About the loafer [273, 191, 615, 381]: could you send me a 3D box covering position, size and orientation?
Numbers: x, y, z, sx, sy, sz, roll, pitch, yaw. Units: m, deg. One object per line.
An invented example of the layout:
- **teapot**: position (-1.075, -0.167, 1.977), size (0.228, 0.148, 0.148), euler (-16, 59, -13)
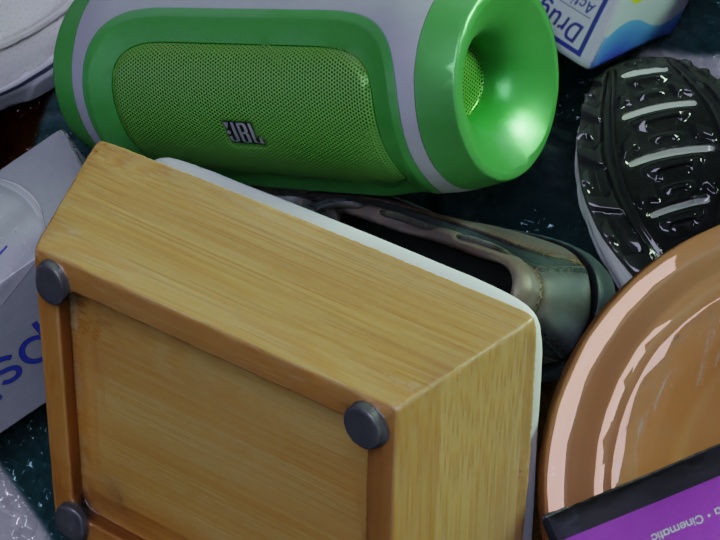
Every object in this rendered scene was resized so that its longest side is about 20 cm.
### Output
- **loafer**: position (0.000, 0.000, 0.824), size (0.199, 0.063, 0.073), euler (5, 82, 35)

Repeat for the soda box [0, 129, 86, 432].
- **soda box**: position (-0.177, 0.034, 0.868), size (0.199, 0.068, 0.064), euler (-34, 43, 0)

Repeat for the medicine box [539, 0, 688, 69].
- **medicine box**: position (0.075, -0.213, 0.834), size (0.182, 0.103, 0.201), euler (34, 117, 16)

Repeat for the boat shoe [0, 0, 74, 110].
- **boat shoe**: position (-0.195, -0.103, 0.915), size (0.198, 0.070, 0.072), euler (-17, 73, 6)

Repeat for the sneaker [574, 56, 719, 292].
- **sneaker**: position (0.126, 0.011, 0.826), size (0.073, 0.079, 0.202), euler (-11, 70, -6)

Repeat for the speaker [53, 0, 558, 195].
- **speaker**: position (-0.025, -0.077, 0.839), size (0.199, 0.088, 0.089), euler (6, 76, 36)

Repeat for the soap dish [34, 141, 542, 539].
- **soap dish**: position (-0.032, 0.058, 0.783), size (0.199, 0.159, 0.081), euler (22, 37, 31)

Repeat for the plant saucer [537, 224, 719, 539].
- **plant saucer**: position (0.162, 0.077, 0.746), size (0.198, 0.032, 0.202), euler (0, 82, -1)

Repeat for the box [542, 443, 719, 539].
- **box**: position (0.157, 0.144, 0.668), size (0.142, 0.036, 0.201), euler (-23, 66, 8)
